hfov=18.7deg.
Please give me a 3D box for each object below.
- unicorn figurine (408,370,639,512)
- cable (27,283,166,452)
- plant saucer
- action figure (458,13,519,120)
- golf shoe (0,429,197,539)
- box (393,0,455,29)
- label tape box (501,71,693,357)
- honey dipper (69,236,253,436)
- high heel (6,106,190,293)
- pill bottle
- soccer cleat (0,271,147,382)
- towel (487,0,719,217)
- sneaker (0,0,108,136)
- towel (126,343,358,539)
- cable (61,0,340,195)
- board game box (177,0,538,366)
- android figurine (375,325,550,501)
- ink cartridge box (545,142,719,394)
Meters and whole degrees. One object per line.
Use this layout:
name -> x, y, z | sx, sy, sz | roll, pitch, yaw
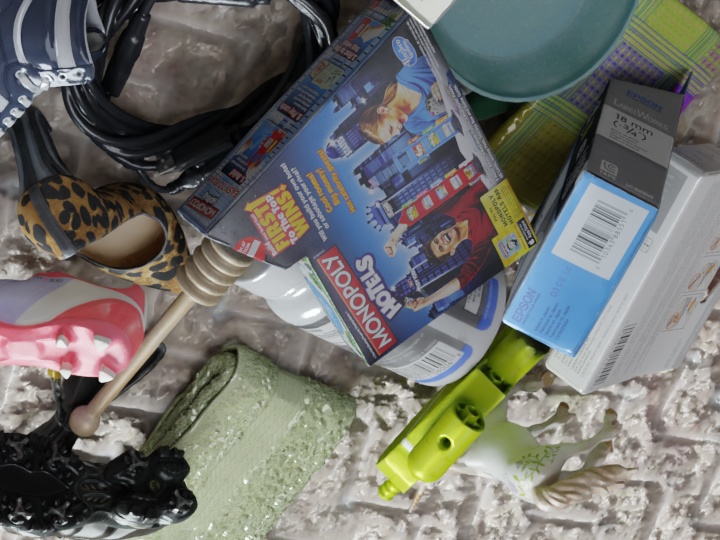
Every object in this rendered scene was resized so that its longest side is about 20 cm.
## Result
unicorn figurine -> 0.122, 0.144, 1.750 | 0.137, 0.200, 0.074 | -32, 108, -19
cable -> -0.212, 0.091, 1.625 | 0.097, 0.050, 0.200 | -3, 138, -37
plant saucer -> 0.110, -0.217, 1.498 | 0.199, 0.036, 0.201 | -10, 110, -29
action figure -> 0.026, -0.119, 1.528 | 0.199, 0.055, 0.119 | -30, 120, -19
golf shoe -> -0.222, 0.170, 1.603 | 0.199, 0.078, 0.094 | 10, 151, -28
box -> 0.007, -0.269, 1.353 | 0.200, 0.109, 0.128 | 40, 102, -15
label tape box -> 0.172, -0.055, 1.580 | 0.063, 0.200, 0.145 | 25, 125, -2
honey dipper -> -0.148, 0.048, 1.548 | 0.038, 0.038, 0.200 | 24, 121, -35
high heel -> -0.166, -0.010, 1.487 | 0.071, 0.143, 0.200 | -36, 130, 10
pill bottle -> 0.000, 0.000, 1.589 | 0.199, 0.114, 0.114 | 27, 111, -36
soccer cleat -> -0.245, 0.030, 1.518 | 0.199, 0.077, 0.067 | 8, 127, 10
towel -> 0.176, -0.120, 1.624 | 0.200, 0.023, 0.143 | -48, 140, 14
sneaker -> -0.227, -0.113, 1.416 | 0.108, 0.070, 0.201 | 14, 117, -6
towel -> -0.104, 0.154, 1.707 | 0.148, 0.037, 0.200 | 26, 111, -36
cable -> -0.103, -0.150, 1.484 | 0.199, 0.051, 0.163 | -34, 126, 6
board game box -> -0.010, -0.048, 1.469 | 0.199, 0.062, 0.201 | -34, 117, -10
android figurine -> 0.081, 0.102, 1.679 | 0.041, 0.182, 0.200 | 43, 118, 1
ink cartridge box -> 0.244, -0.005, 1.726 | 0.176, 0.045, 0.201 | -8, 130, -57
